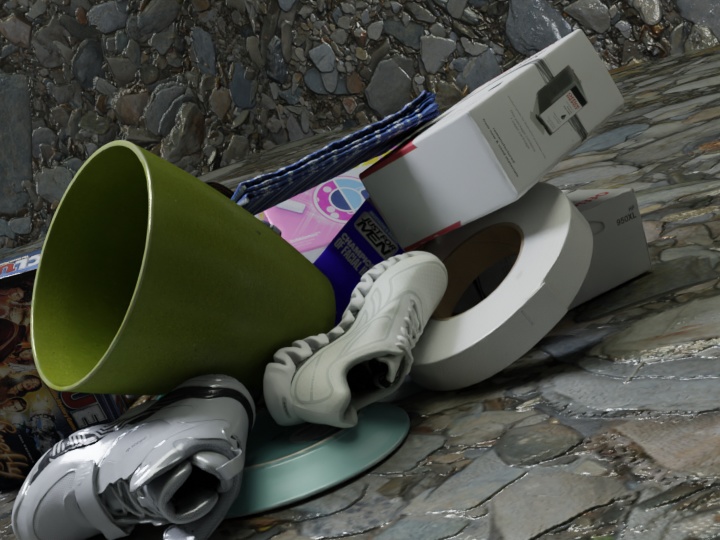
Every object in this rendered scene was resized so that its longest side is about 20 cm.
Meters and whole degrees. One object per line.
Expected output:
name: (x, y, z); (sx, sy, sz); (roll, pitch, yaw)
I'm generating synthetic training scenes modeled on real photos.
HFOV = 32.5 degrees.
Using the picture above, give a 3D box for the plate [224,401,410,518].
plate: (-0.060, 0.133, 0.945); (0.198, 0.026, 0.200); (-17, 10, 3)

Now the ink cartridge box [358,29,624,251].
ink cartridge box: (0.116, -0.115, 1.073); (0.146, 0.083, 0.200); (-26, 10, 46)

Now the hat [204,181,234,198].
hat: (-0.155, 0.004, 1.362); (0.080, 0.203, 0.200); (11, 25, 33)

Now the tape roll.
tape roll: (0.104, 0.011, 1.030); (0.202, 0.037, 0.203); (-35, 26, 20)

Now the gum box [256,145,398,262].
gum box: (-0.012, -0.058, 1.327); (0.198, 0.066, 0.114); (-16, 50, -21)

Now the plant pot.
plant pot: (-0.124, 0.019, 0.959); (0.199, 0.189, 0.186); (17, -11, -36)

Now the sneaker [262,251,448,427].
sneaker: (0.016, 0.056, 0.955); (0.081, 0.076, 0.200); (7, 39, 42)

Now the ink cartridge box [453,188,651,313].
ink cartridge box: (0.159, -0.018, 1.198); (0.144, 0.085, 0.199); (-24, 14, -28)

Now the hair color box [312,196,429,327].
hair color box: (0.000, 0.000, 1.176); (0.109, 0.065, 0.200); (-32, -15, -52)

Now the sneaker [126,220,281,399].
sneaker: (-0.180, -0.007, 1.098); (0.202, 0.146, 0.077); (-44, 6, -10)

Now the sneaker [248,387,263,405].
sneaker: (-0.098, 0.060, 1.080); (0.085, 0.074, 0.201); (-42, 17, 28)

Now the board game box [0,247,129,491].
board game box: (-0.286, 0.088, 1.049); (0.134, 0.201, 0.035); (-16, 29, 4)

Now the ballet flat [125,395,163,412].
ballet flat: (-0.154, 0.111, 1.100); (0.065, 0.071, 0.200); (-31, 0, 28)

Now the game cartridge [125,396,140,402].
game cartridge: (-0.255, 0.074, 1.193); (0.199, 0.177, 0.032); (-26, 50, -38)

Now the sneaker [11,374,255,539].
sneaker: (-0.161, 0.153, 0.859); (0.199, 0.075, 0.115); (-30, 22, 4)

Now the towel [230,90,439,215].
towel: (-0.036, -0.090, 1.057); (0.199, 0.024, 0.145); (-27, -1, -23)
